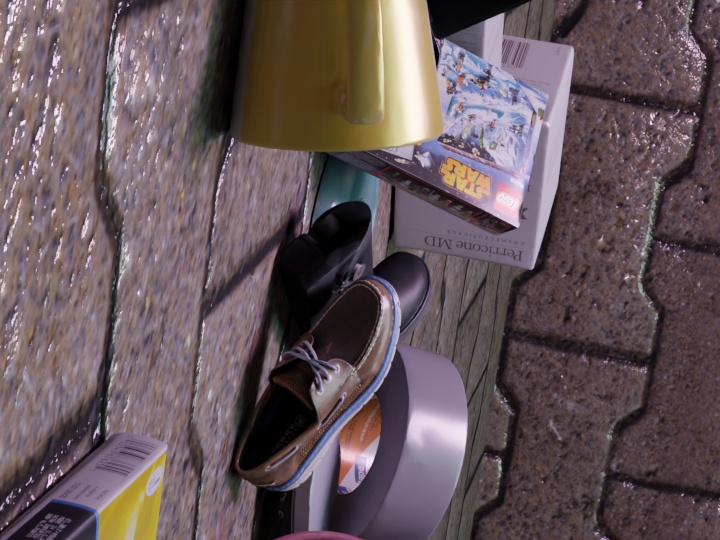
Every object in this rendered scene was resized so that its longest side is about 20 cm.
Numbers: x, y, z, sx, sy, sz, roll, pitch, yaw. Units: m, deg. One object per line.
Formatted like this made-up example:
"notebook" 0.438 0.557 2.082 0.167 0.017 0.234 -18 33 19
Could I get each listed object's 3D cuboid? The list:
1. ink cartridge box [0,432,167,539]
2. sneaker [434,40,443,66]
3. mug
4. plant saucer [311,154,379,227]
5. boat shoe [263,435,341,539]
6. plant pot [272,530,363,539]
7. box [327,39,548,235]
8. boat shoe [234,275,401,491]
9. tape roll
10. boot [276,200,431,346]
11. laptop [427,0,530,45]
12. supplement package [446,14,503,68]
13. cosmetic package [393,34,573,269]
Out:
"ink cartridge box" -0.170 0.220 1.071 0.198 0.047 0.201 -49 146 -73
"sneaker" 0.049 -0.204 1.547 0.075 0.084 0.200 45 64 -25
"mug" -0.005 -0.166 1.250 0.149 0.186 0.154 -11 108 -40
"plant saucer" -0.014 -0.038 1.717 0.200 0.027 0.201 12 90 -80
"boat shoe" -0.060 0.225 1.658 0.069 0.056 0.201 -38 138 -62
"plant pot" -0.044 0.330 1.529 0.179 0.199 0.201 118 -12 -70
"box" 0.066 -0.133 1.624 0.040 0.199 0.138 -21 -131 56
"boat shoe" -0.035 0.093 1.499 0.201 0.072 0.072 -62 155 6
"tape roll" 0.020 0.167 1.720 0.200 0.066 0.201 -42 -141 46
"boot" 0.000 0.001 1.613 0.165 0.065 0.200 -56 154 -25
"laptop" 0.066 -0.266 1.324 0.200 0.115 0.188 166 -95 -85
"supplement package" 0.071 -0.207 1.746 0.201 0.117 0.117 89 13 -47
"cosmetic package" 0.136 -0.139 2.043 0.167 0.166 0.201 -69 165 -49
